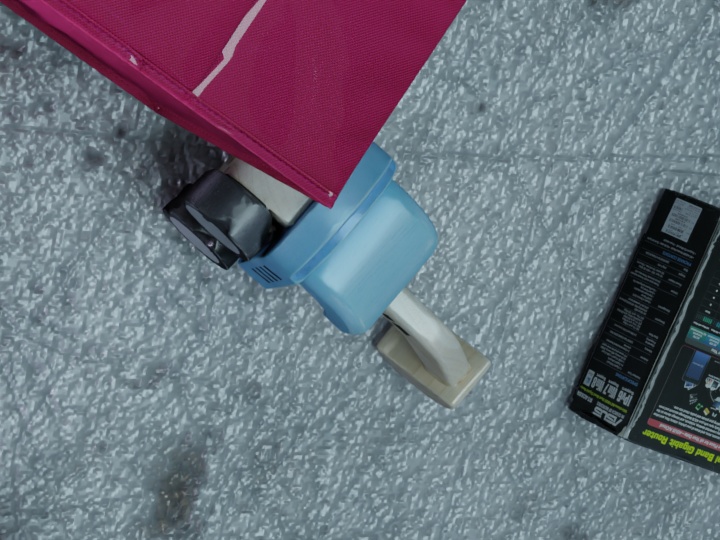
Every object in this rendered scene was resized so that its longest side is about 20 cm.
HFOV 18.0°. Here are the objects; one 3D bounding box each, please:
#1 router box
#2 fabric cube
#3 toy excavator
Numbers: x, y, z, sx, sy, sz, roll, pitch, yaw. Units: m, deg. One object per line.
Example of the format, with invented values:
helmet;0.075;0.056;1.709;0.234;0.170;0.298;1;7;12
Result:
router box;0.242;0.053;1.413;0.200;0.062;0.150;22;93;-36
fabric cube;-0.069;-0.181;1.057;0.200;0.196;0.199;35;88;-36
toy excavator;0.000;0.000;1.210;0.200;0.194;0.100;43;80;-6
